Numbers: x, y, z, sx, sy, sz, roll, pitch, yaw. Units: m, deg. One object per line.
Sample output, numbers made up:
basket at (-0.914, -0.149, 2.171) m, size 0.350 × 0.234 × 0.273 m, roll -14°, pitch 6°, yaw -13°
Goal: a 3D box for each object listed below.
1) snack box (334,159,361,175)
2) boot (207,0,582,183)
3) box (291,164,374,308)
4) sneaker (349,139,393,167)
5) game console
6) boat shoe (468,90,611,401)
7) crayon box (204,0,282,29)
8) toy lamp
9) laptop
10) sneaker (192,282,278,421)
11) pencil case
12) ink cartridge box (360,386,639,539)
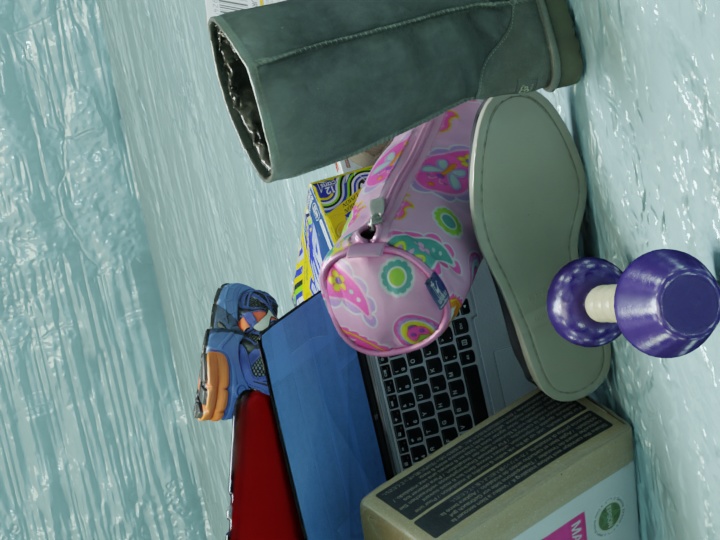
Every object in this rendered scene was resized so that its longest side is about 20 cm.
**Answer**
snack box at (-0.008, -0.162, 1.957) m, size 0.024 × 0.071 × 0.201 m, roll 110°, pitch 144°, yaw -75°
boot at (0.009, -0.153, 1.533) m, size 0.073 × 0.199 × 0.183 m, roll 103°, pitch 150°, yaw -68°
box at (0.000, 0.000, 1.822) m, size 0.200 × 0.070 × 0.065 m, roll 101°, pitch 150°, yaw -66°
sneaker at (0.012, -0.164, 1.821) m, size 0.076 × 0.070 × 0.201 m, roll -44°, pitch 48°, yaw 42°
game console at (-0.069, 0.180, 1.663) m, size 0.200 × 0.172 × 0.119 m, roll 26°, pitch -147°, yaw -60°
boat shoe at (0.097, -0.020, 1.616) m, size 0.063 × 0.072 × 0.201 m, roll -134°, pitch 26°, yaw -63°
crayon box at (-0.004, -0.198, 1.718) m, size 0.052 × 0.199 × 0.126 m, roll -60°, pitch -26°, yaw -43°
toy lamp at (0.147, 0.016, 1.452) m, size 0.200 × 0.058 × 0.059 m, roll -171°, pitch 66°, yaw -80°
laptop at (0.045, 0.092, 1.675) m, size 0.116 × 0.199 × 0.189 m, roll -135°, pitch 32°, yaw -76°
sneaker at (-0.070, 0.064, 1.891) m, size 0.200 × 0.078 × 0.076 m, roll -84°, pitch 3°, yaw -72°
pencil case at (0.038, -0.036, 1.635) m, size 0.200 × 0.087 × 0.088 m, roll -62°, pitch -29°, yaw -50°
ink cartridge box at (0.091, 0.192, 1.665) m, size 0.075 × 0.164 × 0.201 m, roll 31°, pitch 140°, yaw 43°
